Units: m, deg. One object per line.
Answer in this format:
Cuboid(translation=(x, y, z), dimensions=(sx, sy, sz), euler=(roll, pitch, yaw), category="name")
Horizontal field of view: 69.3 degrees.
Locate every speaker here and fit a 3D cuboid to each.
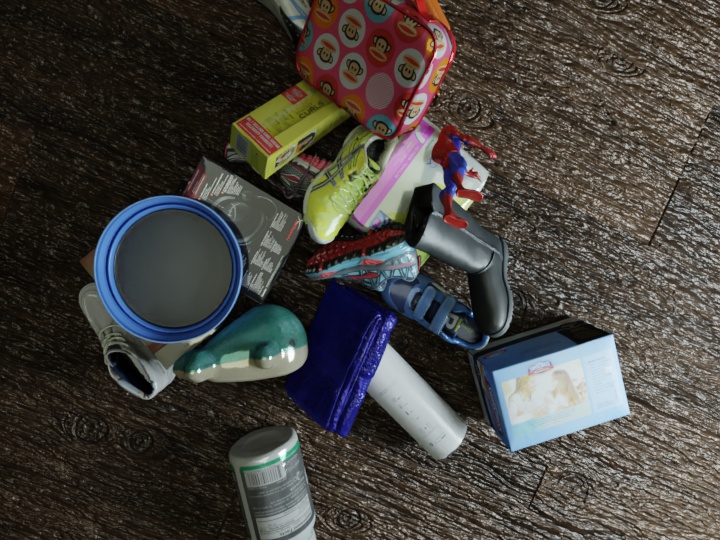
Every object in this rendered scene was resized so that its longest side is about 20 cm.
Cuboid(translation=(0.078, 0.209, 0.844), dimensions=(0.081, 0.081, 0.200), euler=(-45, 97, 2), category="speaker")

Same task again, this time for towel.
Cuboid(translation=(-0.039, 0.130, 0.805), dimensions=(0.146, 0.049, 0.203), euler=(27, 94, 37), category="towel")

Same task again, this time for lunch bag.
Cuboid(translation=(0.019, -0.292, 0.675), dimensions=(0.199, 0.082, 0.177), euler=(42, 129, 15), category="lunch bag")

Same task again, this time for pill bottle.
Cuboid(translation=(-0.134, 0.365, 0.829), dimensions=(0.111, 0.113, 0.204), euler=(-12, 98, -3), category="pill bottle")

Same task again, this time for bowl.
Cuboid(translation=(-0.264, -0.002, 0.731), dimensions=(0.196, 0.039, 0.205), euler=(0, 93, -8), category="bowl")

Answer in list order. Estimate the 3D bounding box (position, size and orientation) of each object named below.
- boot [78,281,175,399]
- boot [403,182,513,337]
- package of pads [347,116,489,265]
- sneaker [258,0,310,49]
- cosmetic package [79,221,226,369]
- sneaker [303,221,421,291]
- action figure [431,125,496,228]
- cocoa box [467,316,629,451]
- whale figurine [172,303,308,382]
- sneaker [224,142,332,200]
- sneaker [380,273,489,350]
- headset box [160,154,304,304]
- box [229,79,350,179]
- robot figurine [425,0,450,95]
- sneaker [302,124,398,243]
Cuboid(translation=(-0.362, 0.104, 0.791), dimensions=(0.073, 0.096, 0.201), euler=(-41, 98, 1), category="boot")
Cuboid(translation=(0.142, -0.011, 0.745), dimensions=(0.199, 0.065, 0.168), euler=(30, 54, -42), category="boot")
Cuboid(translation=(0.087, -0.117, 0.815), dimensions=(0.154, 0.068, 0.201), euler=(37, 93, -7), category="package of pads")
Cuboid(translation=(-0.098, -0.391, 0.771), dimensions=(0.073, 0.072, 0.200), euler=(-45, 101, -7), category="sneaker")
Cuboid(translation=(-0.309, 0.034, 0.792), dimensions=(0.103, 0.087, 0.201), euler=(-38, 98, -2), category="cosmetic package")
Cuboid(translation=(0.000, 0.000, 0.787), dimensions=(0.197, 0.080, 0.096), euler=(-10, 124, 36), category="sneaker")
Cuboid(translation=(0.148, -0.133, 0.707), dimensions=(0.097, 0.202, 0.066), euler=(14, 130, -15), category="action figure")
Cuboid(translation=(0.293, 0.174, 0.831), dimensions=(0.196, 0.131, 0.136), euler=(-16, 97, -2), category="cocoa box")
Cuboid(translation=(-0.173, 0.108, 0.770), dimensions=(0.197, 0.158, 0.106), euler=(-7, 90, -35), category="whale figurine")
Cuboid(translation=(-0.111, -0.148, 0.791), dimensions=(0.196, 0.081, 0.076), euler=(18, 97, -7), category="sneaker")
Cuboid(translation=(0.124, 0.064, 0.832), dimensions=(0.197, 0.082, 0.075), euler=(27, 96, -6), category="sneaker")
Cuboid(translation=(-0.198, -0.067, 0.795), dimensions=(0.198, 0.077, 0.151), euler=(29, 93, -6), category="headset box")
Cuboid(translation=(-0.089, -0.217, 0.745), dimensions=(0.075, 0.050, 0.200), euler=(43, 60, 7), category="box")
Cuboid(translation=(0.046, -0.336, 0.765), dimensions=(0.142, 0.117, 0.203), euler=(-24, 97, -4), category="robot figurine")
Cuboid(translation=(-0.016, -0.130, 0.739), dimensions=(0.075, 0.076, 0.203), euler=(34, 75, -29), category="sneaker")
